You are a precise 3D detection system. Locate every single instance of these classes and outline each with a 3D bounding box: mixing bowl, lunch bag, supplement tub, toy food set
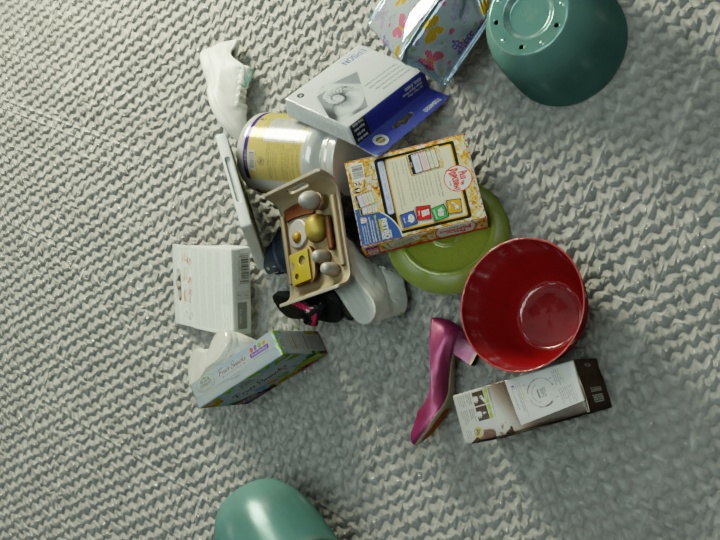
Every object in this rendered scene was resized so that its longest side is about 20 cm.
[{"bbox_3d":[0.263,0.059,1.484,0.200,0.108,0.200,-10,73,34],"label":"mixing bowl"},{"bbox_3d":[0.129,-0.424,1.586,0.200,0.127,0.170,-57,35,19],"label":"lunch bag"},{"bbox_3d":[-0.097,-0.197,1.711,0.200,0.145,0.146,8,90,31],"label":"supplement tub"},{"bbox_3d":[-0.095,-0.050,1.621,0.143,0.060,0.200,-20,71,41],"label":"toy food set"}]

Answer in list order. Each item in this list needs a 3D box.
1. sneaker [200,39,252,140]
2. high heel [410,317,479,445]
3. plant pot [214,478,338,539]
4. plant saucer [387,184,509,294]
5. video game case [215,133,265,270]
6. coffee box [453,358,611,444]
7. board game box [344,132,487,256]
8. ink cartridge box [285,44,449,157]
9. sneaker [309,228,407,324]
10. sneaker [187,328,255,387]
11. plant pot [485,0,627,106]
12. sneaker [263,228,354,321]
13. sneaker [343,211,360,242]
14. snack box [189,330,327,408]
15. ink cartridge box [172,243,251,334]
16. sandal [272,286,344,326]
[{"bbox_3d":[-0.236,-0.343,1.849,0.088,0.075,0.200,-23,73,15],"label":"sneaker"},{"bbox_3d":[0.111,0.177,1.591,0.096,0.067,0.200,31,96,20],"label":"high heel"},{"bbox_3d":[-0.151,0.449,1.653,0.201,0.201,0.161,-50,50,18],"label":"plant pot"},{"bbox_3d":[0.137,-0.062,1.579,0.200,0.031,0.200,-3,72,10],"label":"plant saucer"},{"bbox_3d":[-0.208,-0.117,1.744,0.023,0.200,0.182,-17,69,-3],"label":"video game case"},{"bbox_3d":[0.257,0.196,1.480,0.200,0.113,0.080,-22,75,28],"label":"coffee box"},{"bbox_3d":[0.087,-0.120,1.565,0.200,0.046,0.152,-13,71,6],"label":"board game box"},{"bbox_3d":[0.012,-0.287,1.645,0.200,0.200,0.041,28,145,29],"label":"ink cartridge box"},{"bbox_3d":[0.000,0.000,1.654,0.074,0.116,0.200,-43,67,33],"label":"sneaker"},{"bbox_3d":[-0.250,0.170,1.815,0.200,0.088,0.075,-35,52,49],"label":"sneaker"},{"bbox_3d":[0.281,-0.364,1.491,0.200,0.161,0.201,-4,83,31],"label":"plant pot"},{"bbox_3d":[-0.088,0.009,1.732,0.146,0.077,0.202,-25,81,36],"label":"sneaker"},{"bbox_3d":[0.052,-0.057,1.646,0.200,0.081,0.074,11,91,31],"label":"sneaker"},{"bbox_3d":[-0.177,0.172,1.726,0.200,0.142,0.053,-34,69,24],"label":"snack box"},{"bbox_3d":[-0.280,0.031,1.855,0.200,0.047,0.160,6,100,48],"label":"ink cartridge box"},{"bbox_3d":[-0.096,0.067,1.689,0.200,0.045,0.075,-6,121,54],"label":"sandal"}]
